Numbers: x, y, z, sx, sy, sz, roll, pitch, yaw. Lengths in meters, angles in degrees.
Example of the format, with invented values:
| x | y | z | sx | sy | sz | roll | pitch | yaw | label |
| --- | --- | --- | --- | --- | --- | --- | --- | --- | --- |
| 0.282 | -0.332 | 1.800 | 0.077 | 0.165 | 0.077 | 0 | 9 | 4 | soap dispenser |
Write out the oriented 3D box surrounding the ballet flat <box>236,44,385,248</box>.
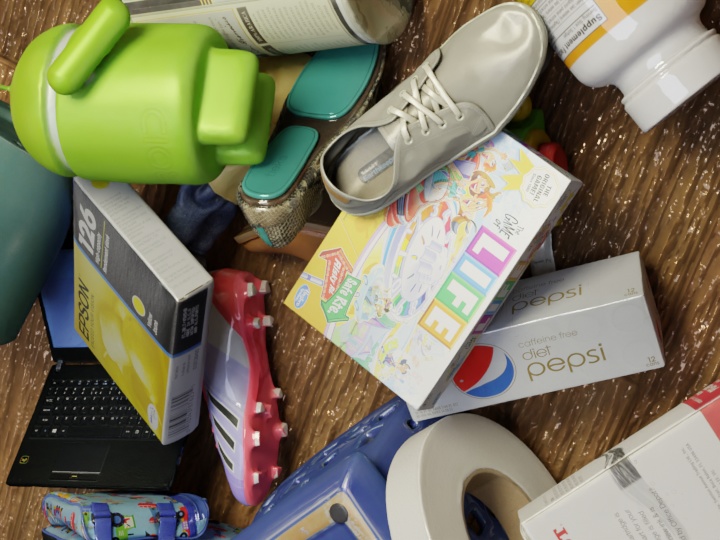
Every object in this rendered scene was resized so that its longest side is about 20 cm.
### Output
| x | y | z | sx | sy | sz | roll | pitch | yaw | label |
| --- | --- | --- | --- | --- | --- | --- | --- | --- | --- |
| -0.034 | -0.098 | 1.227 | 0.067 | 0.201 | 0.076 | 13 | 145 | 23 | ballet flat |

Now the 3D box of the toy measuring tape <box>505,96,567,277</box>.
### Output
| x | y | z | sx | sy | sz | roll | pitch | yaw | label |
| --- | --- | --- | --- | --- | --- | --- | --- | --- | --- |
| 0.125 | -0.037 | 1.216 | 0.073 | 0.074 | 0.201 | -2 | 104 | 27 | toy measuring tape |

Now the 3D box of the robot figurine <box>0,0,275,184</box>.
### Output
| x | y | z | sx | sy | sz | roll | pitch | yaw | label |
| --- | --- | --- | --- | --- | --- | --- | --- | --- | --- |
| -0.166 | -0.122 | 1.171 | 0.199 | 0.175 | 0.117 | 3 | 77 | 15 | robot figurine |

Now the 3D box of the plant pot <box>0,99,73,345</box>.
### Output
| x | y | z | sx | sy | sz | roll | pitch | yaw | label |
| --- | --- | --- | --- | --- | --- | --- | --- | --- | --- |
| -0.338 | -0.060 | 1.372 | 0.200 | 0.200 | 0.161 | 38 | 101 | 11 | plant pot |

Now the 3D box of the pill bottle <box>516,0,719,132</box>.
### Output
| x | y | z | sx | sy | sz | roll | pitch | yaw | label |
| --- | --- | --- | --- | --- | --- | --- | --- | --- | --- |
| 0.171 | -0.200 | 1.121 | 0.111 | 0.111 | 0.200 | -39 | 86 | 30 | pill bottle |

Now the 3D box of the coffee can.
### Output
| x | y | z | sx | sy | sz | roll | pitch | yaw | label |
| --- | --- | --- | --- | --- | --- | --- | --- | --- | --- |
| -0.076 | -0.234 | 1.214 | 0.199 | 0.146 | 0.147 | -2 | 104 | 26 | coffee can |

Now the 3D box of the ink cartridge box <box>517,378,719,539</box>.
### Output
| x | y | z | sx | sy | sz | roll | pitch | yaw | label |
| --- | --- | --- | --- | --- | --- | --- | --- | --- | --- |
| 0.234 | 0.189 | 1.177 | 0.199 | 0.083 | 0.147 | -33 | 89 | 3 | ink cartridge box |

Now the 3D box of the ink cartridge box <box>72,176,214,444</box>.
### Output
| x | y | z | sx | sy | sz | roll | pitch | yaw | label |
| --- | --- | --- | --- | --- | --- | --- | --- | --- | --- |
| -0.196 | 0.011 | 1.303 | 0.200 | 0.047 | 0.198 | 45 | 148 | 25 | ink cartridge box |

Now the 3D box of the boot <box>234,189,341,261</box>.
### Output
| x | y | z | sx | sy | sz | roll | pitch | yaw | label |
| --- | --- | --- | --- | --- | --- | --- | --- | --- | --- |
| 0.000 | 0.000 | 1.297 | 0.199 | 0.077 | 0.156 | -16 | 114 | 37 | boot |

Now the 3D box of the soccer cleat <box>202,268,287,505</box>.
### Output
| x | y | z | sx | sy | sz | roll | pitch | yaw | label |
| --- | --- | --- | --- | --- | --- | --- | --- | --- | --- |
| -0.111 | 0.099 | 1.364 | 0.076 | 0.067 | 0.202 | -4 | 91 | 23 | soccer cleat |

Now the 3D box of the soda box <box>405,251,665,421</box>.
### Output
| x | y | z | sx | sy | sz | roll | pitch | yaw | label |
| --- | --- | --- | --- | --- | --- | --- | --- | --- | --- |
| 0.124 | 0.050 | 1.211 | 0.199 | 0.064 | 0.068 | -14 | 119 | 14 | soda box |

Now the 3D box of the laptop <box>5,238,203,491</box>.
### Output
| x | y | z | sx | sy | sz | roll | pitch | yaw | label |
| --- | --- | --- | --- | --- | --- | --- | --- | --- | --- |
| -0.232 | 0.081 | 1.407 | 0.176 | 0.201 | 0.103 | -2 | 143 | 27 | laptop |

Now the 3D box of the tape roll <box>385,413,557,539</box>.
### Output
| x | y | z | sx | sy | sz | roll | pitch | yaw | label |
| --- | --- | --- | --- | --- | --- | --- | --- | --- | --- |
| 0.100 | 0.206 | 1.210 | 0.037 | 0.203 | 0.203 | -33 | 89 | 33 | tape roll |

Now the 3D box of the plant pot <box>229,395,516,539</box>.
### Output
| x | y | z | sx | sy | sz | roll | pitch | yaw | label |
| --- | --- | --- | --- | --- | --- | --- | --- | --- | --- |
| 0.016 | 0.235 | 1.287 | 0.200 | 0.180 | 0.200 | -37 | 87 | 29 | plant pot |

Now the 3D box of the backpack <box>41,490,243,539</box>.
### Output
| x | y | z | sx | sy | sz | roll | pitch | yaw | label |
| --- | --- | --- | --- | --- | --- | --- | --- | --- | --- |
| -0.166 | 0.258 | 1.384 | 0.182 | 0.199 | 0.136 | 173 | 98 | -69 | backpack |

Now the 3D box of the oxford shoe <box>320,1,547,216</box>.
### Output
| x | y | z | sx | sy | sz | roll | pitch | yaw | label |
| --- | --- | --- | --- | --- | --- | --- | --- | --- | --- |
| 0.049 | -0.110 | 1.119 | 0.200 | 0.058 | 0.075 | -40 | 73 | 16 | oxford shoe |

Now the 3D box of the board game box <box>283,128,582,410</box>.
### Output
| x | y | z | sx | sy | sz | roll | pitch | yaw | label |
| --- | --- | --- | --- | --- | --- | --- | --- | --- | --- |
| 0.051 | -0.019 | 1.165 | 0.134 | 0.034 | 0.201 | 37 | 103 | 19 | board game box |

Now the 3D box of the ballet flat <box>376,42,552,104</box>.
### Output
| x | y | z | sx | sy | sz | roll | pitch | yaw | label |
| --- | --- | --- | --- | --- | --- | --- | --- | --- | --- |
| 0.059 | -0.135 | 1.212 | 0.199 | 0.046 | 0.068 | -27 | 64 | 40 | ballet flat |

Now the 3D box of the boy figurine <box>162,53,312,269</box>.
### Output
| x | y | z | sx | sy | sz | roll | pitch | yaw | label |
| --- | --- | --- | --- | --- | --- | --- | --- | --- | --- |
| -0.103 | -0.094 | 1.288 | 0.064 | 0.124 | 0.201 | 40 | 102 | 26 | boy figurine |
